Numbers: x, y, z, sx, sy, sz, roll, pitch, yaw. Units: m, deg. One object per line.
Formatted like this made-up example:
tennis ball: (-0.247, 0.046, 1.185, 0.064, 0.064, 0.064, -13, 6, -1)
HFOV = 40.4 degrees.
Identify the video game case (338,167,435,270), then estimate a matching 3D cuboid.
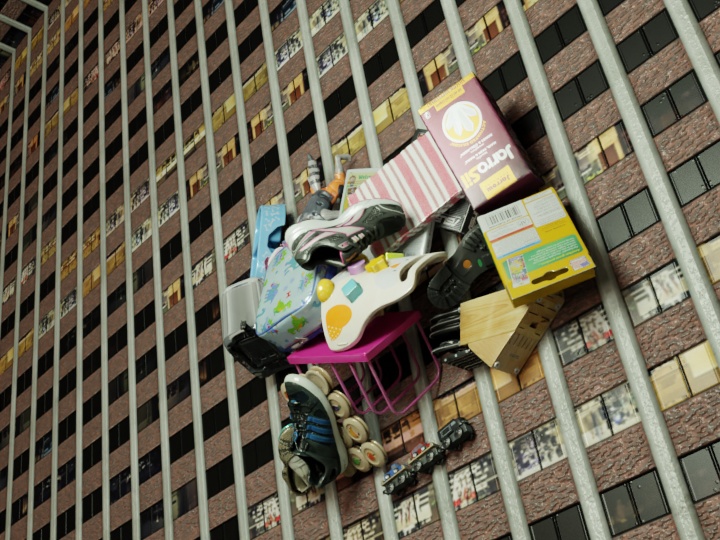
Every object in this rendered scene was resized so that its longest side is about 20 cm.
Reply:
video game case: (0.043, -0.091, 1.693, 0.199, 0.022, 0.184, 1, 75, 38)

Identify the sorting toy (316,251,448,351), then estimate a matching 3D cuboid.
sorting toy: (0.046, 0.020, 1.542, 0.179, 0.200, 0.107, -19, 105, 42)

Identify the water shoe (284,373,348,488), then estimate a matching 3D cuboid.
water shoe: (-0.081, 0.263, 1.589, 0.071, 0.201, 0.079, -3, 29, 45)

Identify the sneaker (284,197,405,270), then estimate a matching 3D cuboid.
sneaker: (-0.018, -0.046, 1.580, 0.199, 0.081, 0.087, -20, 45, -1)

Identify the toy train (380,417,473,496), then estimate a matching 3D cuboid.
toy train: (0.100, 0.294, 1.547, 0.200, 0.034, 0.046, -44, 42, 27)

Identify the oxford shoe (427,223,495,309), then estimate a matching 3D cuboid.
oxford shoe: (0.182, -0.025, 1.559, 0.200, 0.073, 0.084, -41, 1, 6)

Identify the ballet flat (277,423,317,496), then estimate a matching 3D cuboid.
ballet flat: (-0.102, 0.334, 1.685, 0.201, 0.067, 0.076, 95, 150, -55)

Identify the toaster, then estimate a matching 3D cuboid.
toaster: (-0.194, 0.103, 1.848, 0.113, 0.200, 0.130, -22, 53, 13)

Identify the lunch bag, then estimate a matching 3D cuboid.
lunch bag: (-0.094, 0.030, 1.658, 0.160, 0.082, 0.201, -34, 33, 34)

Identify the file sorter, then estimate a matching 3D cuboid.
file sorter: (0.010, 0.158, 1.610, 0.199, 0.139, 0.126, -8, 112, 49)

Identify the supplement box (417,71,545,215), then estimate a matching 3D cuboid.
supplement box: (0.190, -0.195, 1.552, 0.110, 0.086, 0.201, -33, 68, 16)

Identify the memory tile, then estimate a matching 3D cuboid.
memory tile: (-0.047, 0.254, 1.625, 0.017, 0.201, 0.153, -39, 5, -37)

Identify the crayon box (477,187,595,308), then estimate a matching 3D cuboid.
crayon box: (0.255, -0.026, 1.419, 0.125, 0.052, 0.201, -22, 37, 7)

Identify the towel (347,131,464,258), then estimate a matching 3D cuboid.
towel: (0.076, -0.125, 1.650, 0.200, 0.030, 0.147, -38, 55, 18)

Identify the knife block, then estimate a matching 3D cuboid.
knife block: (0.196, 0.072, 1.508, 0.201, 0.064, 0.176, -59, 41, 12)

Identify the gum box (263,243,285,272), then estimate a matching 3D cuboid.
gum box: (-0.104, 0.049, 1.827, 0.066, 0.113, 0.201, -41, 47, 30)

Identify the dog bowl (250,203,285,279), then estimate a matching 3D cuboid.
dog bowl: (-0.189, -0.041, 1.977, 0.112, 0.049, 0.202, 128, 147, -66)

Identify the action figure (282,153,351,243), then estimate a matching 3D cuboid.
action figure: (-0.096, -0.118, 1.898, 0.199, 0.104, 0.195, -20, 46, 35)

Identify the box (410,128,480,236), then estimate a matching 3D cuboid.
box: (0.145, -0.152, 1.680, 0.199, 0.044, 0.161, 21, 90, 51)
